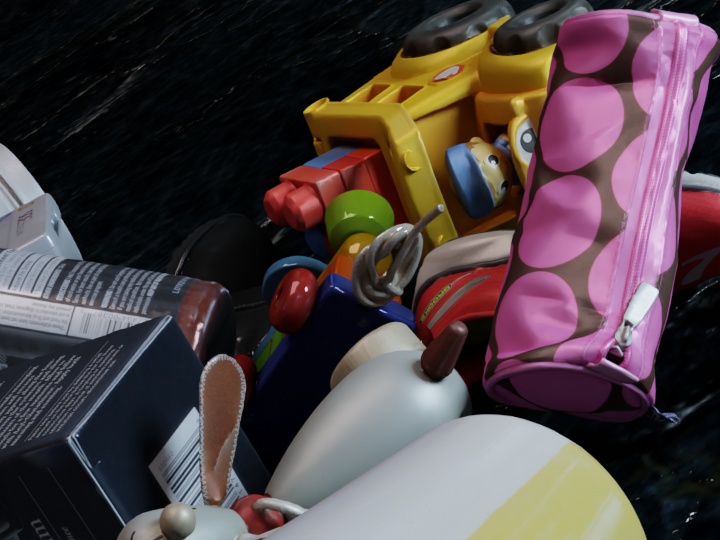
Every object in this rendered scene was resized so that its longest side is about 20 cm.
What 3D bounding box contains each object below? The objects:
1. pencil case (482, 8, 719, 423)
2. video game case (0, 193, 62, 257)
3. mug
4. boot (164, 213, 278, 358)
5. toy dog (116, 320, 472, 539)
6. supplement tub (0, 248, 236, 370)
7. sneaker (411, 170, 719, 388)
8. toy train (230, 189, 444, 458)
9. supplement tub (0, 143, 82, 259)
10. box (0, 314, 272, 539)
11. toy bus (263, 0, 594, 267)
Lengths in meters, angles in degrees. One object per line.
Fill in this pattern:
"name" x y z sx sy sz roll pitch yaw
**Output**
"pencil case" 0.119 -0.030 0.959 0.094 0.090 0.202 124 159 -70
"video game case" -0.273 0.018 1.242 0.199 0.022 0.182 -29 12 -3
"mug" 0.048 0.141 0.747 0.153 0.186 0.150 -40 -14 -51
"boot" -0.062 0.026 1.252 0.162 0.074 0.199 -17 30 41
"toy dog" -0.012 0.081 0.912 0.200 0.131 0.097 -49 -17 -42
"supplement tub" -0.173 0.045 1.104 0.198 0.108 0.107 8 28 8
"sneaker" 0.115 0.016 1.041 0.199 0.077 0.085 -22 41 29
"toy train" 0.000 0.000 1.060 0.200 0.084 0.116 -54 19 37
"supplement tub" -0.332 0.006 1.603 0.199 0.146 0.145 -36 19 -15
"box" -0.150 0.131 1.002 0.199 0.149 0.107 -18 22 34
"toy bus" 0.049 -0.061 1.157 0.191 0.137 0.200 -28 17 -24
